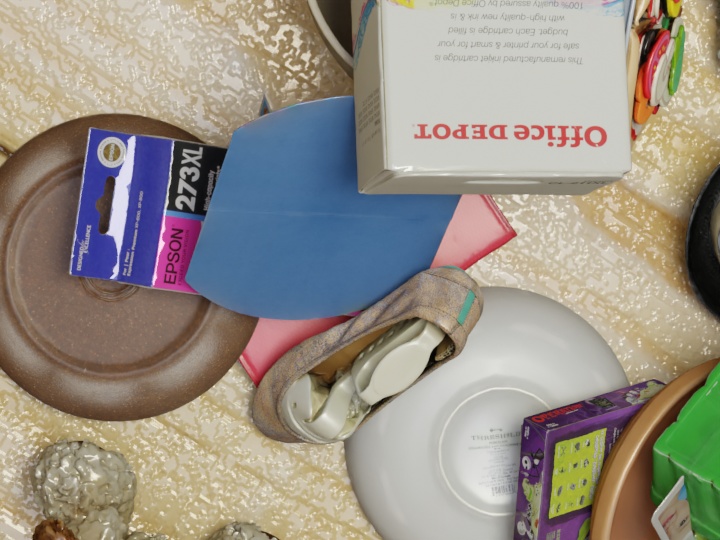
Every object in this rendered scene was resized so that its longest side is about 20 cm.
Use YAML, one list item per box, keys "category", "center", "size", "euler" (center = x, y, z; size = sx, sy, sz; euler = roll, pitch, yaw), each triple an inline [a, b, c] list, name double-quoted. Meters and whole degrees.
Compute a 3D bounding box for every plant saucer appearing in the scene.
- category: "plant saucer"
  center: [-0.159, -0.002, 1.609]
  size: [0.199, 0.037, 0.202]
  euler: [0, 90, -1]
- category: "plant saucer"
  center: [0.217, 0.147, 1.613]
  size: [0.199, 0.037, 0.201]
  euler: [-18, 120, -35]

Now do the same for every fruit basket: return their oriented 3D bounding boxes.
- category: "fruit basket"
  center: [0.266, 0.132, 1.561]
  size: [0.185, 0.094, 0.200]
  euler: [-49, 136, -13]

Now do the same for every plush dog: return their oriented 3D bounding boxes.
- category: "plush dog"
  center: [-0.143, 0.218, 1.572]
  size: [0.199, 0.172, 0.161]
  euler: [29, 93, -7]

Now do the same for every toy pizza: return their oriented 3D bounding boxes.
- category: "toy pizza"
  center: [0.187, -0.162, 1.548]
  size: [0.032, 0.200, 0.201]
  euler: [12, 95, 10]

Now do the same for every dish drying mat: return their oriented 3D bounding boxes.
- category: "dish drying mat"
  center: [0.000, 0.000, 1.640]
  size: [0.199, 0.018, 0.077]
  euler: [-33, 95, -1]

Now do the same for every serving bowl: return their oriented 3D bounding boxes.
- category: "serving bowl"
  center: [0.089, 0.114, 1.634]
  size: [0.199, 0.066, 0.201]
  euler: [0, 96, -4]

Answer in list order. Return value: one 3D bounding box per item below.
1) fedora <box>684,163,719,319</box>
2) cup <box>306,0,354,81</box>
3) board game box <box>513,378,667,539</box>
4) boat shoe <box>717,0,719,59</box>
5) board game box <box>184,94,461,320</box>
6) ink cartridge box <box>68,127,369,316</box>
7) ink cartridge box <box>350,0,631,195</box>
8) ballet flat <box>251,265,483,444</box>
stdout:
- category: "fedora"
  center: [0.311, -0.006, 1.592]
  size: [0.199, 0.092, 0.202]
  euler: [-2, 124, -3]
- category: "cup"
  center: [0.060, -0.171, 1.552]
  size: [0.199, 0.143, 0.202]
  euler: [0, 74, -2]
- category: "board game box"
  center: [0.147, 0.177, 1.608]
  size: [0.120, 0.032, 0.201]
  euler: [-11, 114, -34]
- category: "boat shoe"
  center: [0.266, -0.140, 1.619]
  size: [0.062, 0.072, 0.201]
  euler: [-31, 93, 13]
- category: "board game box"
  center: [-0.021, -0.048, 1.520]
  size: [0.157, 0.039, 0.200]
  euler: [2, 139, -19]
- category: "ink cartridge box"
  center: [-0.080, -0.029, 1.577]
  size: [0.199, 0.037, 0.095]
  euler: [8, 91, -21]
- category: "ink cartridge box"
  center: [0.070, -0.145, 1.416]
  size: [0.145, 0.083, 0.201]
  euler: [0, 82, -13]
- category: "ballet flat"
  center: [-0.004, 0.067, 1.577]
  size: [0.068, 0.067, 0.200]
  euler: [36, 125, -19]
